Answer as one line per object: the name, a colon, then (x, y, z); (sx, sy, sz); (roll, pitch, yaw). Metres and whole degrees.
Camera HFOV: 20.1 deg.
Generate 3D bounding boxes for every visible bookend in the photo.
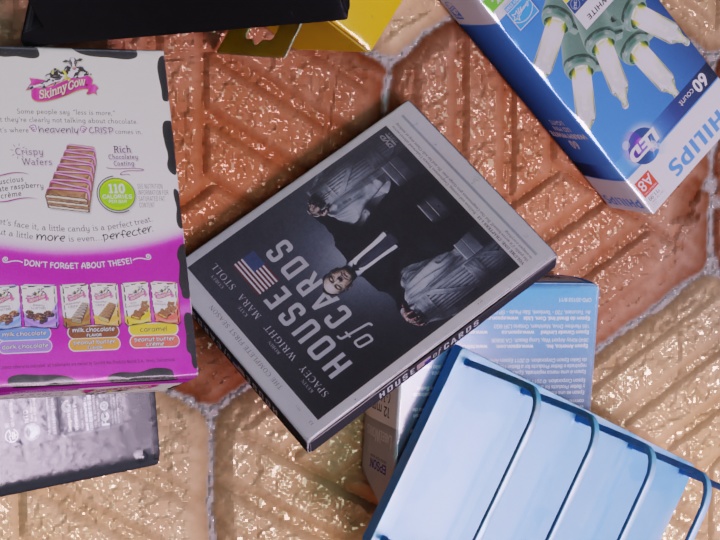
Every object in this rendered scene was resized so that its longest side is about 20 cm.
bookend: (-0.120, -0.224, 1.107); (0.199, 0.199, 0.092); (65, 25, -54)

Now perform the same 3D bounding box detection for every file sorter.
file sorter: (0.133, 0.158, 1.280); (0.200, 0.123, 0.139); (27, 86, -24)

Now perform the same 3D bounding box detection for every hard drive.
hard drive: (-0.220, 0.066, 1.218); (0.199, 0.033, 0.140); (-9, 100, -32)

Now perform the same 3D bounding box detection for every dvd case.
dvd case: (0.000, 0.000, 1.277); (0.200, 0.025, 0.150); (-36, 68, -15)

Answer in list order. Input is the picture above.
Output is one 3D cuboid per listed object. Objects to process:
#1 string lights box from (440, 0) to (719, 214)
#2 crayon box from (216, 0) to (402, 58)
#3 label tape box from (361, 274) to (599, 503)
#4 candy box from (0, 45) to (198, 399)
string lights box: (0.154, -0.144, 1.354); (0.103, 0.059, 0.200); (-47, 111, -12)
crayon box: (-0.001, -0.203, 1.245); (0.051, 0.127, 0.200); (34, 84, -23)
label tape box: (0.077, 0.103, 1.350); (0.143, 0.066, 0.201); (1, 99, -23)
candy box: (-0.176, -0.028, 1.190); (0.136, 0.061, 0.201); (-1, 79, -29)
